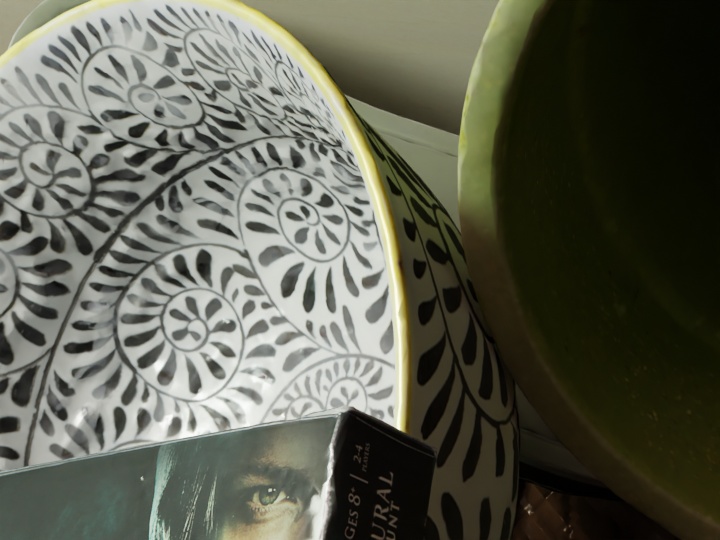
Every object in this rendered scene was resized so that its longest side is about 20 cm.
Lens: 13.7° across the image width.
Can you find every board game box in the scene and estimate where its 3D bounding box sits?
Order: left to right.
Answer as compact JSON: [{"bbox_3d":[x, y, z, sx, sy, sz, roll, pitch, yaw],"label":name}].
[{"bbox_3d":[-0.073,0.105,0.580,0.200,0.028,0.136,-13,60,44],"label":"board game box"}]

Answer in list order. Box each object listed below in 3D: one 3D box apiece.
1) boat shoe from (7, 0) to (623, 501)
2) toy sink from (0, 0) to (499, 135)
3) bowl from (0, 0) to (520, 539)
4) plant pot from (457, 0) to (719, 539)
[{"bbox_3d":[0.000,0.000,0.751,0.072,0.201,0.061,-54,-8,-28],"label":"boat shoe"},{"bbox_3d":[-0.035,-0.101,0.809,0.130,0.199,0.112,112,169,-60],"label":"toy sink"},{"bbox_3d":[-0.029,0.047,0.657,0.200,0.094,0.202,-16,67,43],"label":"bowl"},{"bbox_3d":[0.130,-0.063,0.644,0.200,0.200,0.190,-31,24,27],"label":"plant pot"}]
